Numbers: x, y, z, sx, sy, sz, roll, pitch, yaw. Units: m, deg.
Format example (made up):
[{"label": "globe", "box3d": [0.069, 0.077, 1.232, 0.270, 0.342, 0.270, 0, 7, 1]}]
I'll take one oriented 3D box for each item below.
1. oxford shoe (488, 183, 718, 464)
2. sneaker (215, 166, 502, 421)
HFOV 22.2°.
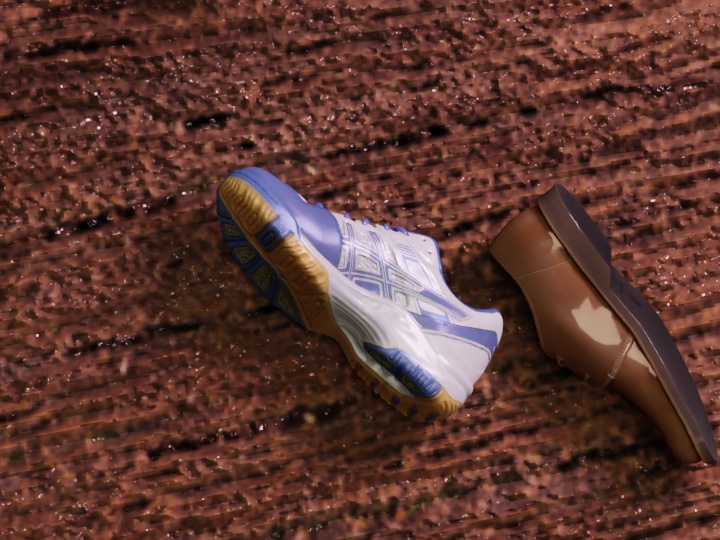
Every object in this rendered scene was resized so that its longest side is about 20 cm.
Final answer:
[{"label": "oxford shoe", "box3d": [0.154, 0.046, 1.157, 0.071, 0.071, 0.200, -35, 91, 15]}, {"label": "sneaker", "box3d": [0.000, 0.000, 1.129, 0.200, 0.075, 0.088, 45, 65, -9]}]
